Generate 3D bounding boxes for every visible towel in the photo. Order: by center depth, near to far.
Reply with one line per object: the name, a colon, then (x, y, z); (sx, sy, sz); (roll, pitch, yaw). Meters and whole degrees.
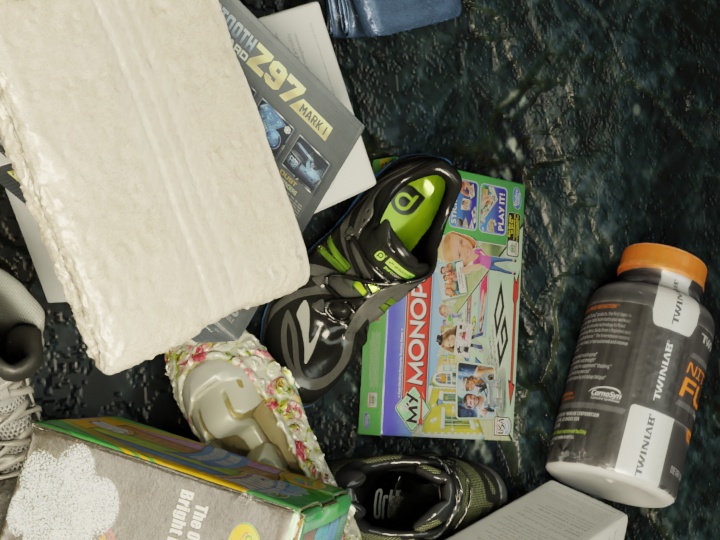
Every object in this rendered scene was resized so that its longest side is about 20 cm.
towel: (-0.110, -0.062, 0.648); (0.132, 0.034, 0.200); (-26, 103, -34)
towel: (0.009, -0.268, 0.937); (0.112, 0.048, 0.200); (-18, 98, -38)

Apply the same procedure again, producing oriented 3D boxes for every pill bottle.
pill bottle: (0.223, 0.080, 1.053); (0.106, 0.106, 0.200); (30, 70, -34)

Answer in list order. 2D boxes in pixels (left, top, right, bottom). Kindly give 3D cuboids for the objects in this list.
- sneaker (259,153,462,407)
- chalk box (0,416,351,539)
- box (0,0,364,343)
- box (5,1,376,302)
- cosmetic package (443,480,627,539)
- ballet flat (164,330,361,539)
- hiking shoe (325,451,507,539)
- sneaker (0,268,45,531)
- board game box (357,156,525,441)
sneaker: (0.000, 0.000, 0.877); (0.071, 0.083, 0.200); (38, 78, -12)
chalk box: (-0.081, 0.166, 0.705); (0.124, 0.200, 0.125); (25, 82, -78)
box: (-0.108, -0.081, 0.703); (0.200, 0.051, 0.158); (42, 63, -27)
box: (-0.107, -0.074, 0.799); (0.200, 0.097, 0.125); (-26, 103, -37)
cosmetic package: (0.109, 0.229, 0.926); (0.200, 0.074, 0.102); (-15, 121, -55)
ballet flat: (-0.063, 0.107, 0.799); (0.200, 0.076, 0.064); (55, 13, 9)
hiking shoe: (0.041, 0.164, 0.903); (0.200, 0.101, 0.076); (6, 83, -39)
sneaker: (-0.198, 0.074, 0.705); (0.075, 0.115, 0.200); (-30, 106, -36)
board game box: (0.063, 0.025, 0.976); (0.134, 0.029, 0.200); (8, 83, -39)
